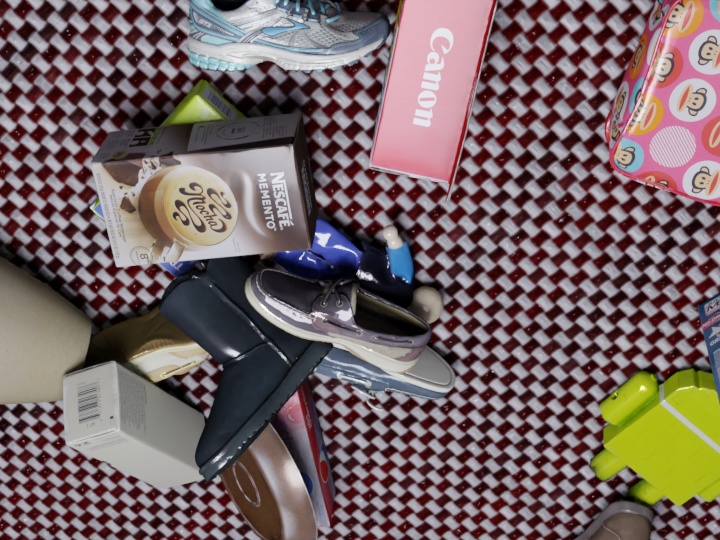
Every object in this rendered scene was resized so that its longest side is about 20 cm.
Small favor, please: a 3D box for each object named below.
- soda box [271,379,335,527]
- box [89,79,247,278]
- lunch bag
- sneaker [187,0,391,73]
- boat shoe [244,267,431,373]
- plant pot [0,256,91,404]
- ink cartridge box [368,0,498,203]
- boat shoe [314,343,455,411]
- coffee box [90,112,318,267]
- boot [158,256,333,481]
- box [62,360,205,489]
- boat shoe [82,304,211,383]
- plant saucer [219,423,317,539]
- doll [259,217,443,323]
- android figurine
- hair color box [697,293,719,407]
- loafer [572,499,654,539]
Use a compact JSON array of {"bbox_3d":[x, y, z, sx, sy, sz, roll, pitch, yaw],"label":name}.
[{"bbox_3d":[-0.080,0.195,1.541,0.069,0.064,0.202,-6,120,10],"label":"soda box"},{"bbox_3d":[-0.180,-0.083,1.398,0.122,0.048,0.200,39,116,-16],"label":"box"},{"bbox_3d":[0.335,-0.163,1.271,0.174,0.082,0.202,17,120,-4],"label":"lunch bag"},{"bbox_3d":[-0.071,-0.236,1.279,0.197,0.078,0.088,-2,117,7],"label":"sneaker"},{"bbox_3d":[-0.019,0.038,1.384,0.198,0.072,0.065,26,130,-13],"label":"boat shoe"},{"bbox_3d":[-0.395,0.067,1.450,0.198,0.188,0.188,19,122,-21],"label":"plant pot"},{"bbox_3d":[0.067,-0.191,1.230,0.083,0.176,0.202,11,121,-1],"label":"ink cartridge box"},{"bbox_3d":[0.003,0.100,1.469,0.197,0.075,0.062,18,120,-3],"label":"boat shoe"},{"bbox_3d":[-0.146,-0.078,1.323,0.197,0.080,0.115,-5,118,8],"label":"coffee box"},{"bbox_3d":[-0.146,0.090,1.390,0.168,0.201,0.077,40,159,4],"label":"boot"},{"bbox_3d":[-0.240,0.171,1.478,0.067,0.083,0.200,-16,151,16],"label":"box"},{"bbox_3d":[-0.203,0.078,1.488,0.197,0.075,0.067,-17,141,8],"label":"boat shoe"},{"bbox_3d":[-0.115,0.228,1.501,0.032,0.199,0.203,-26,122,-24],"label":"plant saucer"},{"bbox_3d":[0.000,0.000,1.424,0.198,0.049,0.137,29,123,-10],"label":"doll"},{"bbox_3d":[0.352,0.181,1.496,0.181,0.041,0.200,36,120,-14],"label":"android figurine"},{"bbox_3d":[0.396,0.107,1.354,0.060,0.201,0.100,-33,112,22],"label":"hair color box"},{"bbox_3d":[0.272,0.342,1.569,0.072,0.072,0.201,16,135,-3],"label":"loafer"}]
